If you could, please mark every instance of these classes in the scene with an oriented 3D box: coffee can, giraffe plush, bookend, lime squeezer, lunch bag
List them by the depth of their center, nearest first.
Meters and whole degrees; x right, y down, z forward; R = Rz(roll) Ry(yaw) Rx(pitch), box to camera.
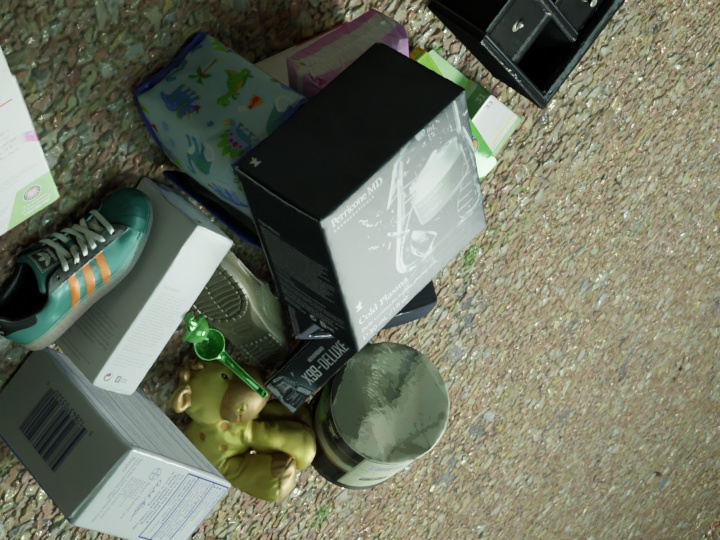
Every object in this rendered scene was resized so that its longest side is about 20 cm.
[{"bbox_3d":[-0.116,-0.110,1.502,0.127,0.170,0.200,-44,147,-14],"label":"lunch bag"},{"bbox_3d":[-0.169,0.082,1.654,0.038,0.071,0.200,-35,144,-1],"label":"lime squeezer"},{"bbox_3d":[0.207,-0.325,1.752,0.201,0.092,0.199,-53,147,3],"label":"bookend"},{"bbox_3d":[-0.157,0.164,1.779,0.198,0.173,0.163,-6,126,-2],"label":"giraffe plush"},{"bbox_3d":[0.015,0.182,1.847,0.146,0.147,0.200,-36,174,-20],"label":"coffee can"}]

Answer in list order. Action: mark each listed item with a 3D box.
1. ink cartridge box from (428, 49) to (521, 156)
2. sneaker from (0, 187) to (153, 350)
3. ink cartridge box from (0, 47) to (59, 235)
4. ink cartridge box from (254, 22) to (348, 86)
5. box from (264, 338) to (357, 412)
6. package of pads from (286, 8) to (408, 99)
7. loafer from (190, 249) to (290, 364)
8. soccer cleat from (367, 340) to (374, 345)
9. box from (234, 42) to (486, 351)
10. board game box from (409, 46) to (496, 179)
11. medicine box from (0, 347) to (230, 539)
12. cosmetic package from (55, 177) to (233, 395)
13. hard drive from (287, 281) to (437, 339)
[{"bbox_3d":[0.103,-0.168,1.828,0.146,0.048,0.200,-54,150,7],"label":"ink cartridge box"},{"bbox_3d":[-0.289,-0.007,1.489,0.200,0.071,0.080,-49,152,1],"label":"sneaker"},{"bbox_3d":[-0.350,-0.117,1.308,0.117,0.067,0.201,-35,146,-21],"label":"ink cartridge box"},{"bbox_3d":[-0.045,-0.148,1.633,0.146,0.083,0.201,-30,142,-29],"label":"ink cartridge box"},{"bbox_3d":[-0.016,0.066,1.781,0.158,0.050,0.200,-44,-177,30],"label":"box"},{"bbox_3d":[-0.008,-0.154,1.526,0.120,0.076,0.201,-32,142,-23],"label":"package of pads"},{"bbox_3d":[-0.144,0.030,1.708,0.075,0.069,0.200,-17,135,17],"label":"loafer"},{"bbox_3d":[-0.002,0.140,2.006,0.068,0.073,0.201,-16,125,2],"label":"soccer cleat"},{"bbox_3d":[0.006,-0.070,1.431,0.200,0.124,0.197,-43,144,-21],"label":"box"},{"bbox_3d":[0.084,-0.162,1.774,0.095,0.030,0.200,-42,128,-5],"label":"board game box"},{"bbox_3d":[-0.269,0.195,1.612,0.103,0.182,0.200,-50,147,3],"label":"medicine box"},{"bbox_3d":[-0.231,0.017,1.559,0.201,0.102,0.074,-54,147,8],"label":"cosmetic package"},{"bbox_3d":[0.000,0.000,1.643,0.199,0.136,0.042,-8,172,-43],"label":"hard drive"}]
